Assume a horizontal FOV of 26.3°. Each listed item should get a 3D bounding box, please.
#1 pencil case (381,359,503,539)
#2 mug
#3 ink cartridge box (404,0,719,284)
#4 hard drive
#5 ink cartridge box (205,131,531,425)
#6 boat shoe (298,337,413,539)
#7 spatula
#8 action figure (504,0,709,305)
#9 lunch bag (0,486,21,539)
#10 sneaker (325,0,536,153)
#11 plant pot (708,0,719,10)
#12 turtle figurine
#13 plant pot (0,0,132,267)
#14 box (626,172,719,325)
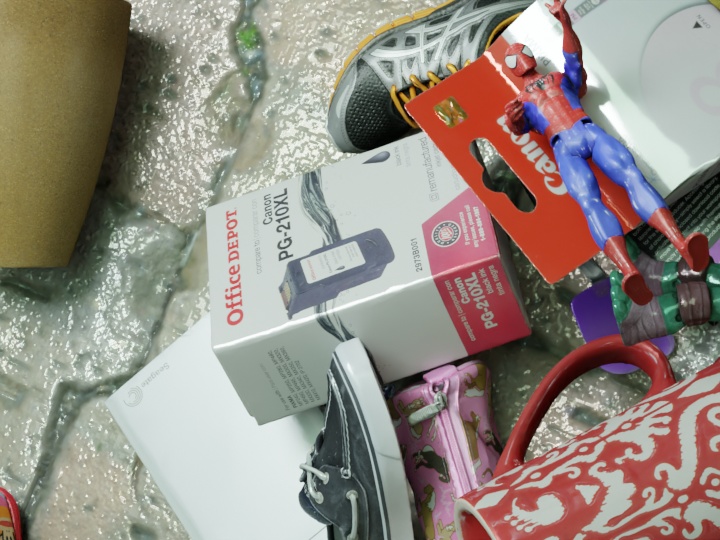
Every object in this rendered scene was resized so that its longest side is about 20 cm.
[{"bbox_3d":[0.073,0.163,1.014,0.083,0.086,0.201,-29,70,40],"label":"pencil case"},{"bbox_3d":[0.160,0.141,0.945,0.199,0.177,0.134,-23,114,-13],"label":"mug"},{"bbox_3d":[0.155,-0.109,0.992,0.199,0.057,0.163,-31,71,-21],"label":"ink cartridge box"},{"bbox_3d":[-0.082,0.133,1.108,0.132,0.027,0.200,-40,68,6],"label":"hard drive"},{"bbox_3d":[0.000,0.000,1.044,0.199,0.085,0.145,-19,42,9],"label":"ink cartridge box"},{"bbox_3d":[-0.008,0.137,1.002,0.067,0.201,0.072,-13,33,-8],"label":"boat shoe"},{"bbox_3d":[0.146,-0.020,1.067,0.056,0.021,0.201,-25,66,-7],"label":"spatula"},{"bbox_3d":[0.128,-0.084,0.912,0.065,0.099,0.200,-31,50,2],"label":"action figure"},{"bbox_3d":[-0.349,0.230,1.145,0.199,0.082,0.177,-15,73,15],"label":"lunch bag"},{"bbox_3d":[0.063,-0.143,1.084,0.200,0.078,0.077,-35,41,8],"label":"sneaker"},{"bbox_3d":[0.271,-0.243,1.004,0.142,0.200,0.200,-48,67,25],"label":"plant pot"},{"bbox_3d":[0.256,-0.002,0.936,0.199,0.150,0.101,-11,92,18],"label":"turtle figurine"},{"bbox_3d":[-0.266,-0.104,1.156,0.185,0.186,0.201,2,91,19],"label":"plant pot"},{"bbox_3d":[0.212,-0.081,1.046,0.143,0.036,0.200,-46,72,-1],"label":"box"}]
